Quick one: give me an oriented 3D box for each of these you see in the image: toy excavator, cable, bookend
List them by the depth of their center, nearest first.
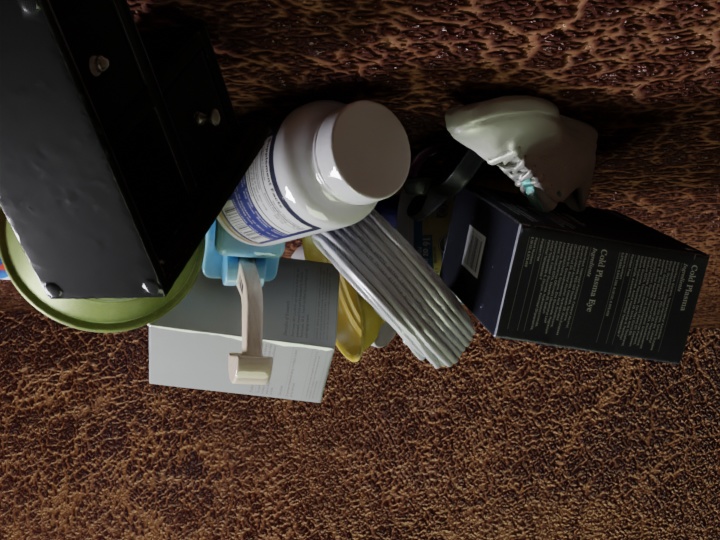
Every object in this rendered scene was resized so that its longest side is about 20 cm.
[{"bbox_3d":[-0.156,-0.121,0.631,0.091,0.200,0.201,-2,-144,20],"label":"bookend"},{"bbox_3d":[0.035,0.012,0.974,0.200,0.069,0.200,48,179,-25],"label":"cable"},{"bbox_3d":[-0.117,-0.009,0.990,0.099,0.197,0.200,4,-160,-15],"label":"toy excavator"}]

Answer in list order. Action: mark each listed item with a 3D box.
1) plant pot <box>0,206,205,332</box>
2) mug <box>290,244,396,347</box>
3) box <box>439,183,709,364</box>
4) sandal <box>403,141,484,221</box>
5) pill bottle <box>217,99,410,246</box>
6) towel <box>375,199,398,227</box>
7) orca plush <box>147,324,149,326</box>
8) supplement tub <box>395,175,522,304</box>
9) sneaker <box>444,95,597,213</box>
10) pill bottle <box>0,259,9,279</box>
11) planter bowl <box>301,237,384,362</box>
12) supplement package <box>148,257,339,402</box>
[{"bbox_3d":[-0.219,-0.069,0.871,0.197,0.203,0.190,4,159,-19],"label":"plant pot"},{"bbox_3d":[-0.014,0.022,1.569,0.174,0.150,0.200,18,-166,22],"label":"mug"},{"bbox_3d":[0.191,-0.002,0.927,0.180,0.105,0.200,8,-167,-12],"label":"box"},{"bbox_3d":[0.077,-0.102,0.973,0.048,0.076,0.200,35,166,-5],"label":"sandal"},{"bbox_3d":[-0.046,-0.088,0.874,0.110,0.113,0.199,6,171,-35],"label":"pill bottle"},{"bbox_3d":[0.017,-0.064,1.303,0.146,0.050,0.199,-14,164,37],"label":"towel"},{"bbox_3d":[-0.174,0.070,1.203,0.199,0.106,0.071,40,129,-16],"label":"orca plush"},{"bbox_3d":[0.148,-0.034,1.116,0.197,0.147,0.145,-1,172,15],"label":"supplement tub"},{"bbox_3d":[0.152,-0.097,0.866,0.199,0.090,0.075,7,170,-44],"label":"sneaker"},{"bbox_3d":[-0.470,-0.048,1.222,0.111,0.114,0.199,-5,171,36],"label":"pill bottle"},{"bbox_3d":[0.000,0.000,1.169,0.083,0.203,0.200,-16,178,-17],"label":"planter bowl"},{"bbox_3d":[-0.130,0.059,1.089,0.197,0.118,0.118,8,141,-7],"label":"supplement package"}]
